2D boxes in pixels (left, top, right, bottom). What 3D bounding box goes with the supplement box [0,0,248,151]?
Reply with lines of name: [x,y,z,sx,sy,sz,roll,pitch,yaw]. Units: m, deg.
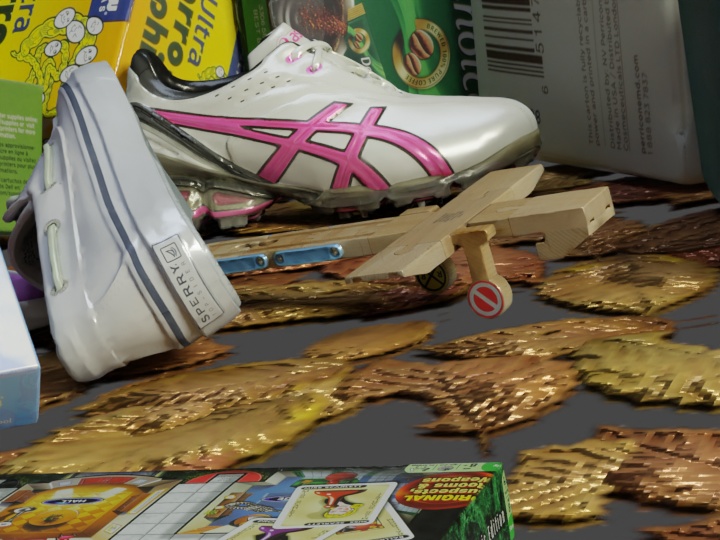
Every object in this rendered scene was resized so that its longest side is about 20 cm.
supplement box: [-0.165,-0.107,1.048,0.200,0.109,0.110,0,-20,34]

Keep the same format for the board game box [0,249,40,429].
board game box: [-0.201,-0.025,0.625,0.151,0.037,0.200,-11,56,-21]

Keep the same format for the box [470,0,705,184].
box: [0.168,-0.158,0.969,0.171,0.199,0.200,-12,14,-24]

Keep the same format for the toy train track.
toy train track: [0.000,0.000,0.721,0.200,0.033,0.115,-7,17,33]

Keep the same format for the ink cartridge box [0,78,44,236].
ink cartridge box: [-0.276,-0.055,0.952,0.200,0.076,0.148,0,-2,34]

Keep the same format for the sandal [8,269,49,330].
sandal: [-0.184,-0.005,0.795,0.082,0.050,0.203,-14,13,-30]

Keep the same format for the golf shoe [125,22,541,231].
golf shoe: [-0.017,-0.070,0.919,0.200,0.092,0.073,-4,10,7]

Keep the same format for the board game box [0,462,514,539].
board game box: [-0.075,0.069,0.433,0.200,0.023,0.105,-3,14,18]

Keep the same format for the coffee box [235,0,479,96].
coffee box: [0.031,-0.119,1.057,0.200,0.123,0.044,-12,11,-32]

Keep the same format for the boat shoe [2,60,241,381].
boat shoe: [-0.100,-0.022,0.720,0.067,0.074,0.200,-29,23,-3]

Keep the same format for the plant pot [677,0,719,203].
plant pot: [0.205,-0.084,0.746,0.141,0.141,0.200,-9,4,-12]
